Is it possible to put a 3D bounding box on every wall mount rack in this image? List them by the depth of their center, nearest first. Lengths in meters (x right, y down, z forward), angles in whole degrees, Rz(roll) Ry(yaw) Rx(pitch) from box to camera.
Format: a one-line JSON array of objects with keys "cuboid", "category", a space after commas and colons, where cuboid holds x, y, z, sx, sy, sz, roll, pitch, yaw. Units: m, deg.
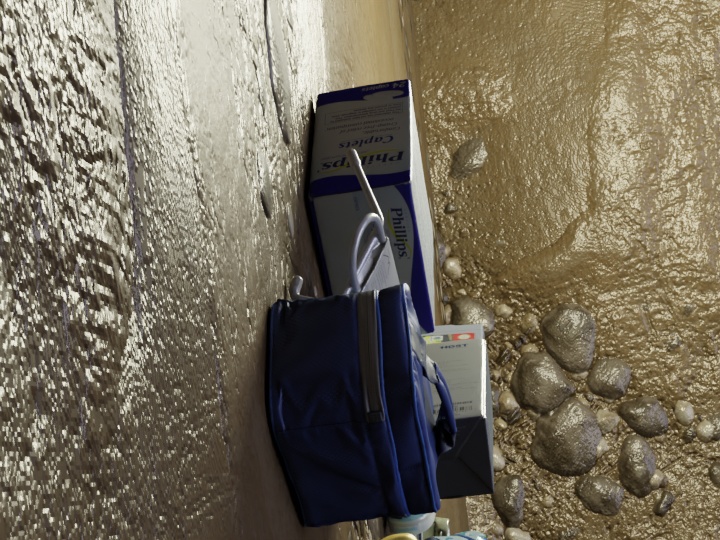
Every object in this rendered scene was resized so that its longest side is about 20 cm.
[{"cuboid": [0.000, 0.000, 1.461, 0.201, 0.074, 0.175, 76, 32, -48], "category": "wall mount rack"}]

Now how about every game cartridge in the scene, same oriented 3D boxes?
[{"cuboid": [0.087, 0.109, 2.010, 0.200, 0.131, 0.041, -76, 158, -75], "category": "game cartridge"}]

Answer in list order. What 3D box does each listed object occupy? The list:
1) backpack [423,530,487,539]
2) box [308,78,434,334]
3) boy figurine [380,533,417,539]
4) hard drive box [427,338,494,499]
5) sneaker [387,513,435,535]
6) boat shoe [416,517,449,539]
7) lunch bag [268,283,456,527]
[{"cuboid": [0.108, 0.390, 1.811, 0.163, 0.152, 0.202, 28, -75, 57], "category": "backpack"}, {"cuboid": [0.014, -0.061, 1.669, 0.201, 0.104, 0.185, -89, 170, -55], "category": "box"}, {"cuboid": [0.047, 0.373, 1.702, 0.124, 0.064, 0.202, -75, 156, -72], "category": "boy figurine"}, {"cuboid": [0.045, 0.139, 1.524, 0.200, 0.154, 0.078, -75, 158, -71], "category": "hard drive box"}, {"cuboid": [0.066, 0.237, 1.964, 0.200, 0.073, 0.083, -81, 166, -70], "category": "sneaker"}, {"cuboid": [0.088, 0.401, 2.028, 0.072, 0.061, 0.202, 62, 23, -72], "category": "boat shoe"}, {"cuboid": [0.008, 0.115, 1.316, 0.201, 0.131, 0.137, 75, 11, -49], "category": "lunch bag"}]
